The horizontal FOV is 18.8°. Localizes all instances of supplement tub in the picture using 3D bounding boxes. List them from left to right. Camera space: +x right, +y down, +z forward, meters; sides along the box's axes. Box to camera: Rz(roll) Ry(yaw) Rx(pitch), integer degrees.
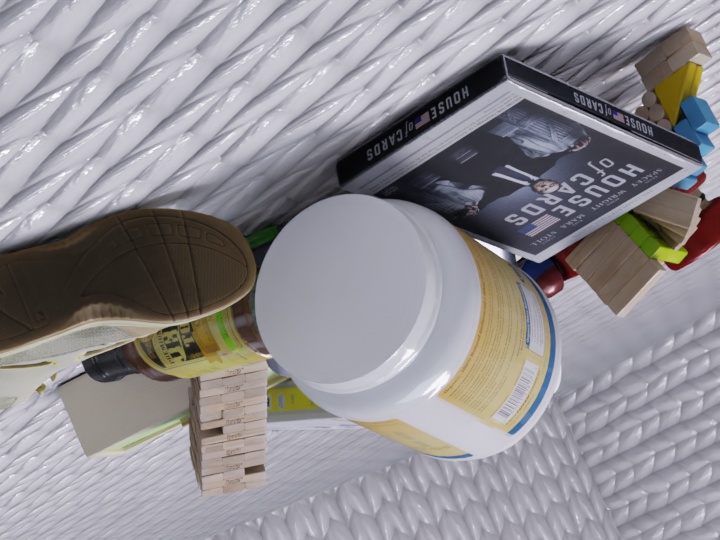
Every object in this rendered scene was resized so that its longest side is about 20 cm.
[{"bbox_3d":[0.033,0.037,1.426,0.144,0.145,0.200,-28,153,18],"label":"supplement tub"}]

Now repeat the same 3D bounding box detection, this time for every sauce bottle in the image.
[{"bbox_3d":[-0.119,0.044,1.512,0.200,0.065,0.065,-18,178,43],"label":"sauce bottle"}]

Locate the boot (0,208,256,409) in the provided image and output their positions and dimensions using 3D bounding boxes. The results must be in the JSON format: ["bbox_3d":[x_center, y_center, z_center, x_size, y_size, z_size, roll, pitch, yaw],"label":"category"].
[{"bbox_3d":[-0.174,0.028,1.325,0.199,0.072,0.155,-15,167,-26],"label":"boot"}]

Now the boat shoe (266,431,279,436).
[{"bbox_3d":[-0.090,0.121,2.094,0.065,0.075,0.202,-34,172,20],"label":"boat shoe"}]

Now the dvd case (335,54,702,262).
[{"bbox_3d":[0.105,-0.069,1.419,0.200,0.025,0.150,19,141,-41],"label":"dvd case"}]

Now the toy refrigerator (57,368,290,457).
[{"bbox_3d":[-0.133,0.083,1.752,0.199,0.070,0.076,-27,170,10],"label":"toy refrigerator"}]

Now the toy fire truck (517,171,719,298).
[{"bbox_3d":[0.177,-0.026,1.640,0.168,0.112,0.200,-39,-176,-16],"label":"toy fire truck"}]

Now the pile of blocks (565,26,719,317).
[{"bbox_3d":[0.215,-0.065,1.509,0.062,0.082,0.201,7,104,-56],"label":"pile of blocks"}]

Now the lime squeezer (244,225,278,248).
[{"bbox_3d":[-0.139,0.006,1.440,0.199,0.038,0.071,-23,-158,-15],"label":"lime squeezer"}]

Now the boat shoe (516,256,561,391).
[{"bbox_3d":[0.113,0.036,1.813,0.060,0.202,0.072,-38,-141,-22],"label":"boat shoe"}]

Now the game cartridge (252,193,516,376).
[{"bbox_3d":[0.015,-0.002,1.555,0.199,0.041,0.133,-24,139,-7],"label":"game cartridge"}]

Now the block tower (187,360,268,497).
[{"bbox_3d":[-0.102,0.097,1.670,0.058,0.054,0.200,-11,141,-10],"label":"block tower"}]

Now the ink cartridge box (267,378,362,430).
[{"bbox_3d":[0.010,0.111,1.829,0.197,0.047,0.200,2,176,-34],"label":"ink cartridge box"}]
